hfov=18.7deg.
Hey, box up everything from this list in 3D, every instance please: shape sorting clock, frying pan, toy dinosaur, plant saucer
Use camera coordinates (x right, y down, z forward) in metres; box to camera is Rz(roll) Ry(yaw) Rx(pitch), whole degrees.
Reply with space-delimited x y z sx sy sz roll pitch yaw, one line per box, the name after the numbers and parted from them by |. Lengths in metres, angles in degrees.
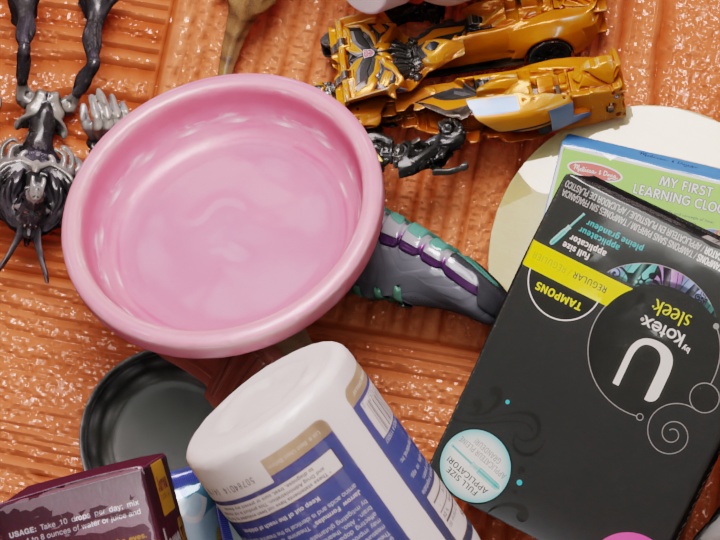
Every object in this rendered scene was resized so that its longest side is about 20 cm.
0.180 -0.005 1.382 0.198 0.039 0.202 -1 86 12 | shape sorting clock
-0.086 0.093 1.387 0.189 0.031 0.116 -21 77 -3 | frying pan
-0.074 -0.181 1.430 0.060 0.107 0.201 16 119 -18 | toy dinosaur
-0.080 -0.027 1.329 0.199 0.051 0.202 -6 55 9 | plant saucer

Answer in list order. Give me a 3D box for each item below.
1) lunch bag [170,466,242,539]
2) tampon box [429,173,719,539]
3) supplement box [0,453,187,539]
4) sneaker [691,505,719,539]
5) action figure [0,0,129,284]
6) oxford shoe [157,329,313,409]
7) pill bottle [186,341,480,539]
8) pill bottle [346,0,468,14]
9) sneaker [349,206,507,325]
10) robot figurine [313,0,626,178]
-0.079 0.198 1.309 0.198 0.127 0.171 -15 89 -8 | lunch bag
0.152 0.063 1.298 0.149 0.126 0.201 25 97 12 | tampon box
-0.127 0.209 1.193 0.085 0.110 0.202 -14 89 1 | supplement box
0.252 0.151 1.277 0.081 0.201 0.074 40 42 10 | sneaker
-0.207 -0.099 1.411 0.118 0.102 0.202 6 75 -5 | action figure
-0.084 0.033 1.379 0.200 0.073 0.071 51 122 33 | oxford shoe
0.000 0.149 1.234 0.111 0.111 0.201 -36 104 -4 | pill bottle
0.075 -0.233 1.378 0.199 0.111 0.112 -25 74 -25 | pill bottle
0.000 0.000 1.390 0.199 0.074 0.088 31 91 23 | sneaker
0.064 -0.131 1.399 0.198 0.058 0.146 -9 53 1 | robot figurine
